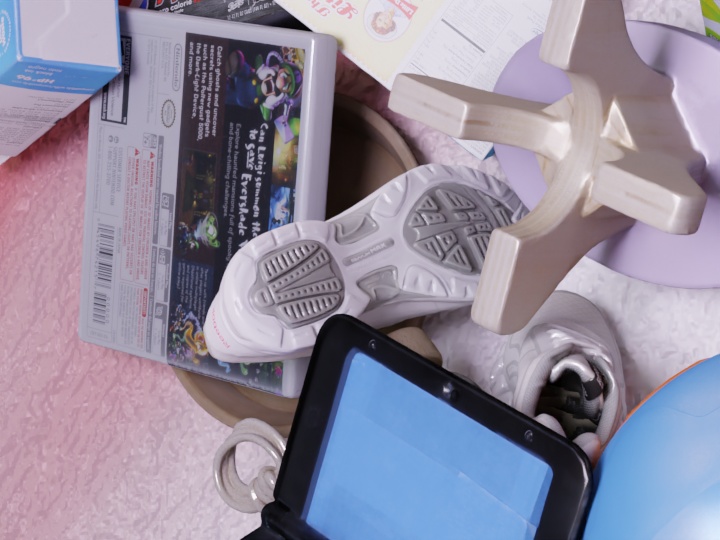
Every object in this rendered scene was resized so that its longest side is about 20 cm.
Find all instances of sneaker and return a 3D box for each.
[{"bbox_3d":[0.000,0.000,1.325,0.099,0.199,0.078,-32,74,60],"label":"sneaker"},{"bbox_3d":[0.102,0.062,1.236,0.075,0.200,0.081,16,122,-1],"label":"sneaker"}]

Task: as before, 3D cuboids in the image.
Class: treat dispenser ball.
[{"bbox_3d":[0.197,0.131,1.129,0.200,0.201,0.202,-8,76,35],"label":"treat dispenser ball"}]

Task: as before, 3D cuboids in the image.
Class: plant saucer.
[{"bbox_3d":[-0.035,-0.003,1.432,0.199,0.029,0.201,-7,77,34],"label":"plant saucer"}]

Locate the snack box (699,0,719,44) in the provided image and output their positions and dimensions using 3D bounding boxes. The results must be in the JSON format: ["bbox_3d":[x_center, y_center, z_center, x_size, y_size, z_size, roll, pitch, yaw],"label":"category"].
[{"bbox_3d":[0.244,-0.118,1.181,0.053,0.142,0.200,-42,53,-15],"label":"snack box"}]

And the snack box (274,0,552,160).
[{"bbox_3d":[0.024,-0.166,1.362,0.200,0.037,0.116,38,105,5],"label":"snack box"}]

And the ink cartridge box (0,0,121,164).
[{"bbox_3d":[-0.216,-0.141,1.491,0.200,0.068,0.116,-29,62,55],"label":"ink cartridge box"}]

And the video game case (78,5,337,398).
[{"bbox_3d":[-0.090,-0.042,1.419,0.181,0.023,0.201,13,102,42],"label":"video game case"}]

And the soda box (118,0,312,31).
[{"bbox_3d":[-0.091,-0.158,1.482,0.199,0.063,0.071,-14,73,33],"label":"soda box"}]

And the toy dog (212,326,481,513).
[{"bbox_3d":[0.022,0.115,1.346,0.200,0.096,0.132,-33,68,42],"label":"toy dog"}]

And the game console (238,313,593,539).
[{"bbox_3d":[-0.011,0.135,1.166,0.200,0.176,0.117,28,140,46],"label":"game console"}]

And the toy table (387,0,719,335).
[{"bbox_3d":[0.119,-0.060,1.238,0.199,0.117,0.185,11,100,39],"label":"toy table"}]
